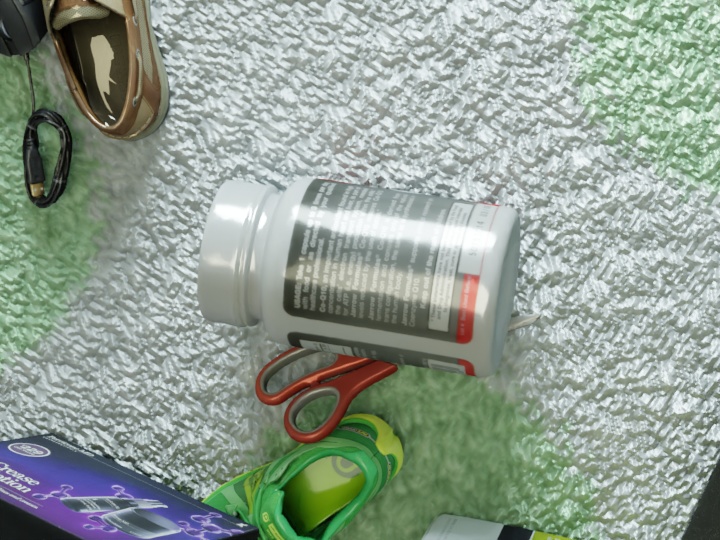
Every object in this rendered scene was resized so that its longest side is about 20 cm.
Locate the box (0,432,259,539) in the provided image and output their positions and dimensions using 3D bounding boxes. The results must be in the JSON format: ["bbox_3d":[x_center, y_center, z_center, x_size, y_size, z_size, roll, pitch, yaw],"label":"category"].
[{"bbox_3d":[-0.191,0.183,1.400,0.199,0.141,0.079,20,101,32],"label":"box"}]

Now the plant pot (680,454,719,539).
[{"bbox_3d":[0.306,0.172,1.309,0.177,0.200,0.200,26,104,17],"label":"plant pot"}]

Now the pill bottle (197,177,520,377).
[{"bbox_3d":[0.000,0.000,1.377,0.199,0.114,0.115,9,101,10],"label":"pill bottle"}]

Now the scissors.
[{"bbox_3d":[0.023,0.052,1.428,0.199,0.014,0.073,-29,56,0],"label":"scissors"}]

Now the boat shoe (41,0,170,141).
[{"bbox_3d":[-0.181,-0.185,1.406,0.075,0.072,0.201,-18,95,14],"label":"boat shoe"}]

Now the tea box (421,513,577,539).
[{"bbox_3d":[0.119,0.291,1.390,0.196,0.134,0.201,11,102,11],"label":"tea box"}]

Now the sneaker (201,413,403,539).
[{"bbox_3d":[-0.061,0.169,1.433,0.200,0.084,0.074,-40,90,15],"label":"sneaker"}]

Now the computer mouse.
[{"bbox_3d":[-0.239,-0.141,1.438,0.058,0.034,0.201,-6,100,32],"label":"computer mouse"}]
